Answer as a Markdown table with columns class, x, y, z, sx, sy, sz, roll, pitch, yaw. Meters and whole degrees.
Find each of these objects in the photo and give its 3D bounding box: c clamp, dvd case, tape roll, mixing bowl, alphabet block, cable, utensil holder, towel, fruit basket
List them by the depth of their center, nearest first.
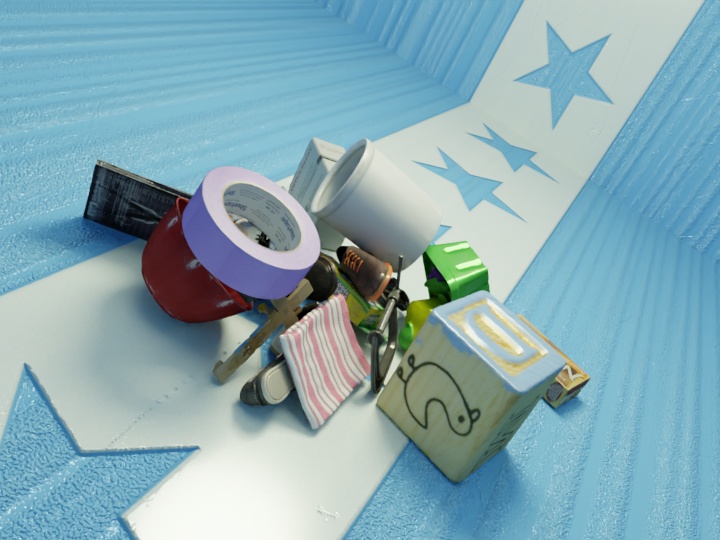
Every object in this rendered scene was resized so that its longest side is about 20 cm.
| class | x | y | z | sx | sy | sz | roll | pitch | yaw |
| --- | --- | --- | --- | --- | --- | --- | --- | --- | --- |
| tape roll | -0.156 | -0.057 | 1.114 | 0.198 | 0.066 | 0.202 | 29 | 32 | -20 |
| mixing bowl | -0.262 | 0.003 | 1.169 | 0.202 | 0.107 | 0.200 | 58 | 2 | -3 |
| towel | -0.050 | 0.134 | 1.192 | 0.200 | 0.029 | 0.149 | -36 | 107 | -61 |
| alphabet block | 0.179 | 0.180 | 1.242 | 0.195 | 0.202 | 0.195 | 42 | 30 | 25 |
| dvd case | -0.346 | -0.097 | 1.258 | 0.197 | 0.149 | 0.016 | 21 | 51 | -16 |
| c clamp | 0.041 | 0.099 | 1.293 | 0.026 | 0.174 | 0.201 | 7 | 34 | 12 |
| utensil holder | 0.032 | -0.116 | 1.438 | 0.199 | 0.170 | 0.171 | 38 | 24 | -18 |
| cable | 0.051 | 0.056 | 1.450 | 0.098 | 0.050 | 0.200 | 54 | 15 | -6 |
| fruit basket | 0.145 | 0.070 | 1.450 | 0.212 | 0.218 | 0.157 | 9 | 33 | -33 |

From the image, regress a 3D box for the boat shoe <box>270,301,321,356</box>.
| class | x | y | z | sx | sy | sz | roll | pitch | yaw |
| --- | --- | --- | --- | --- | --- | --- | --- | --- | --- |
| boat shoe | -0.076 | 0.087 | 1.289 | 0.070 | 0.070 | 0.200 | 31 | 26 | 11 |

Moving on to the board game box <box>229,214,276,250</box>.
| class | x | y | z | sx | sy | sz | roll | pitch | yaw |
| --- | --- | --- | --- | --- | --- | --- | --- | --- | --- |
| board game box | -0.202 | -0.086 | 1.336 | 0.199 | 0.135 | 0.034 | 31 | -13 | 43 |

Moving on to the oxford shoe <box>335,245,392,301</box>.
| class | x | y | z | sx | sy | sz | roll | pitch | yaw |
| --- | --- | --- | --- | --- | --- | --- | --- | --- | --- |
| oxford shoe | 0.000 | 0.000 | 1.343 | 0.072 | 0.072 | 0.200 | 31 | 0 | -19 |

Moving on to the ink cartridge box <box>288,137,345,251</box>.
| class | x | y | z | sx | sy | sz | roll | pitch | yaw |
| --- | --- | --- | --- | --- | --- | --- | --- | --- | --- |
| ink cartridge box | -0.075 | -0.163 | 1.619 | 0.082 | 0.146 | 0.202 | 13 | 32 | -28 |

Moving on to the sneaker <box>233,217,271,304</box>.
| class | x | y | z | sx | sy | sz | roll | pitch | yaw |
| --- | --- | --- | --- | --- | --- | --- | --- | --- | --- |
| sneaker | -0.174 | -0.027 | 1.176 | 0.074 | 0.079 | 0.201 | 58 | 4 | -37 |

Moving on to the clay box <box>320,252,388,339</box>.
| class | x | y | z | sx | sy | sz | roll | pitch | yaw |
| --- | --- | --- | --- | --- | --- | --- | --- | --- | --- |
| clay box | -0.020 | 0.044 | 1.401 | 0.199 | 0.048 | 0.115 | 42 | 8 | 23 |

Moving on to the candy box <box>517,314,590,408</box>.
| class | x | y | z | sx | sy | sz | roll | pitch | yaw |
| --- | --- | --- | --- | --- | --- | --- | --- | --- | --- |
| candy box | 0.361 | 0.181 | 1.568 | 0.200 | 0.056 | 0.114 | 45 | 32 | 26 |

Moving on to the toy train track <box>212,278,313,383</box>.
| class | x | y | z | sx | sy | sz | roll | pitch | yaw |
| --- | --- | --- | --- | --- | --- | --- | --- | --- | --- |
| toy train track | -0.150 | 0.085 | 1.154 | 0.032 | 0.116 | 0.200 | 23 | 59 | 39 |

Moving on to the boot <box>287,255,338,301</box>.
| class | x | y | z | sx | sy | sz | roll | pitch | yaw |
| --- | --- | --- | --- | --- | --- | --- | --- | --- | --- |
| boot | -0.114 | 0.024 | 1.273 | 0.095 | 0.199 | 0.076 | -14 | 90 | -29 |

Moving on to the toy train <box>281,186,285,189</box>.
| class | x | y | z | sx | sy | sz | roll | pitch | yaw |
| --- | --- | --- | --- | --- | --- | --- | --- | --- | --- |
| toy train | -0.161 | -0.073 | 1.427 | 0.083 | 0.116 | 0.202 | -9 | 38 | -1 |

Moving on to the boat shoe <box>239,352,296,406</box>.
| class | x | y | z | sx | sy | sz | roll | pitch | yaw |
| --- | --- | --- | --- | --- | --- | --- | --- | --- | --- |
| boat shoe | -0.111 | 0.153 | 1.163 | 0.199 | 0.056 | 0.068 | -25 | 98 | -61 |
